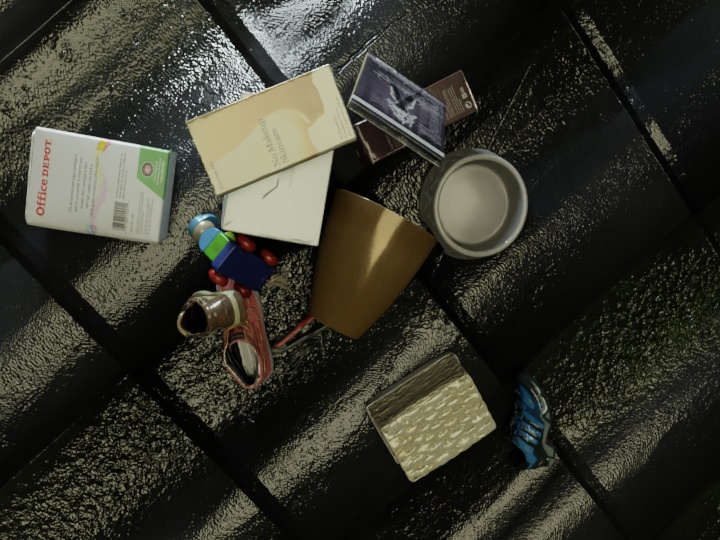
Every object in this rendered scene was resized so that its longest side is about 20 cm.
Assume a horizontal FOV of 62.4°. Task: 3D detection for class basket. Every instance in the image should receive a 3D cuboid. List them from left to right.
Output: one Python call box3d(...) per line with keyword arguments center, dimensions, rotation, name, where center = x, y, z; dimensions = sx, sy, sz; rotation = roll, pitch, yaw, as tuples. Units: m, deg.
box3d(center=(0.126, 0.263, 1.066), dimensions=(0.198, 0.123, 0.137), rotation=(-31, 101, -3), name="basket")

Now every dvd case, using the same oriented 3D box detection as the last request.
box3d(center=(0.059, -0.236, 0.850), dimensions=(0.147, 0.201, 0.016), rotation=(30, 125, -13), name="dvd case")

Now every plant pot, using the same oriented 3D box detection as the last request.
box3d(center=(0.000, 0.000, 0.968), dimensions=(0.184, 0.186, 0.202), rotation=(26, 91, -12), name="plant pot")

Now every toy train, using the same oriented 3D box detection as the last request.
box3d(center=(-0.196, -0.019, 0.989), dimensions=(0.115, 0.200, 0.085), rotation=(41, 91, 27), name="toy train")

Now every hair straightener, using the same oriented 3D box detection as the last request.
box3d(center=(-0.091, 0.126, 1.051), dimensions=(0.199, 0.041, 0.077), rotation=(-40, 102, -1), name="hair straightener")

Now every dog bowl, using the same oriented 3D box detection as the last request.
box3d(center=(0.205, -0.116, 1.055), dimensions=(0.196, 0.059, 0.204), rotation=(-1, 98, -10), name="dog bowl")

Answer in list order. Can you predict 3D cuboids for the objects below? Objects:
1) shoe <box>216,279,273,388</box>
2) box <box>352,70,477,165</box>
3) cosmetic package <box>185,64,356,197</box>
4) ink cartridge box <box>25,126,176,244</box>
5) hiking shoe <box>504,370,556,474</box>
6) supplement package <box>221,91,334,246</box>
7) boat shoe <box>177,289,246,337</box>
box3d(center=(-0.198, 0.095, 0.990), dimensions=(0.070, 0.091, 0.203), rotation=(-17, 92, 3), name="shoe")
box3d(center=(0.082, -0.251, 0.992), dimensions=(0.198, 0.100, 0.076), rotation=(-30, 102, -5), name="box")
box3d(center=(-0.115, -0.181, 0.780), dimensions=(0.197, 0.071, 0.107), rotation=(-25, 102, -5), name="cosmetic package")
box3d(center=(-0.403, -0.132, 0.936), dimensions=(0.196, 0.084, 0.148), rotation=(8, 97, -11), name="ink cartridge box")
box3d(center=(0.314, 0.292, 1.127), dimensions=(0.085, 0.074, 0.203), rotation=(-15, 101, -7), name="hiking shoe")
box3d(center=(-0.125, -0.153, 0.921), dimensions=(0.144, 0.200, 0.195), rotation=(10, 96, -10), name="supplement package")
box3d(center=(-0.256, 0.071, 0.935), dimensions=(0.074, 0.201, 0.076), rotation=(-19, 88, -39), name="boat shoe")
